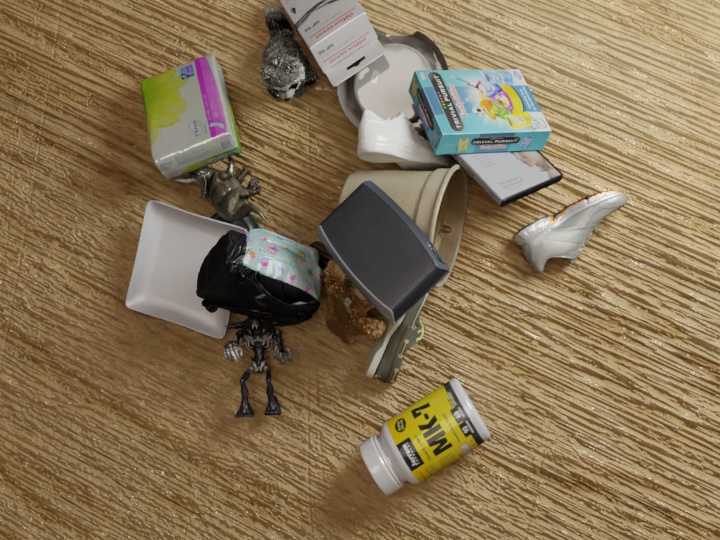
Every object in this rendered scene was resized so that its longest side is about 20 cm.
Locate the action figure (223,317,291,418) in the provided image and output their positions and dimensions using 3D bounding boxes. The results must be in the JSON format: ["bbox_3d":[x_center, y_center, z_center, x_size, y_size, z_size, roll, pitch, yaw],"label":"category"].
[{"bbox_3d":[-0.174,0.148,1.470,0.117,0.102,0.204,-3,84,-6],"label":"action figure"}]

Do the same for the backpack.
[{"bbox_3d":[-0.155,0.011,1.422,0.197,0.166,0.129,18,62,-26],"label":"backpack"}]

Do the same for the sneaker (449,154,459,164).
[{"bbox_3d":[0.215,-0.208,1.476,0.090,0.067,0.200,-25,58,-33],"label":"sneaker"}]

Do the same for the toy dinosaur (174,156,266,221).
[{"bbox_3d":[-0.228,-0.133,1.516,0.102,0.077,0.200,-47,70,6],"label":"toy dinosaur"}]

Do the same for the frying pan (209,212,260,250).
[{"bbox_3d":[-0.203,-0.036,1.531,0.189,0.031,0.116,33,91,12],"label":"frying pan"}]

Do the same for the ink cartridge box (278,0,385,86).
[{"bbox_3d":[-0.050,-0.427,1.487,0.115,0.068,0.201,-32,55,4],"label":"ink cartridge box"}]

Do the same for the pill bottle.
[{"bbox_3d":[0.105,0.278,1.415,0.198,0.114,0.115,-33,81,3],"label":"pill bottle"}]

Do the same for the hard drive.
[{"bbox_3d":[0.029,-0.033,1.313,0.135,0.042,0.201,-42,70,4],"label":"hard drive"}]

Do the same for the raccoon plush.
[{"bbox_3d":[-0.154,-0.387,1.502,0.096,0.134,0.202,-29,82,5],"label":"raccoon plush"}]

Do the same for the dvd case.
[{"bbox_3d":[0.220,-0.196,1.410,0.141,0.018,0.201,-23,59,-29],"label":"dvd case"}]

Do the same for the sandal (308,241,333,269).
[{"bbox_3d":[0.000,0.000,1.486,0.198,0.082,0.055,31,66,16],"label":"sandal"}]

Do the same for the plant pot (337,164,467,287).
[{"bbox_3d":[0.065,-0.090,1.431,0.181,0.200,0.204,12,86,19],"label":"plant pot"}]

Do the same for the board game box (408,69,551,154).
[{"bbox_3d":[0.196,-0.264,1.414,0.197,0.047,0.153,-5,54,-19],"label":"board game box"}]

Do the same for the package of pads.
[{"bbox_3d":[-0.305,-0.272,1.515,0.152,0.068,0.203,-20,61,4],"label":"package of pads"}]

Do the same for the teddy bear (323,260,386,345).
[{"bbox_3d":[-0.010,0.043,1.422,0.144,0.202,0.067,32,57,30],"label":"teddy bear"}]

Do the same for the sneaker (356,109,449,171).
[{"bbox_3d":[0.077,-0.219,1.432,0.075,0.198,0.090,-11,76,45],"label":"sneaker"}]

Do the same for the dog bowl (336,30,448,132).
[{"bbox_3d":[0.059,-0.322,1.508,0.196,0.059,0.204,-1,84,7],"label":"dog bowl"}]

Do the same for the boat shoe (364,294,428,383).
[{"bbox_3d":[0.070,0.104,1.432,0.059,0.072,0.204,23,118,-7],"label":"boat shoe"}]

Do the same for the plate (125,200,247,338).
[{"bbox_3d":[-0.305,-0.003,1.519,0.196,0.032,0.203,17,100,11],"label":"plate"}]

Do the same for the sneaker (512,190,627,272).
[{"bbox_3d":[0.363,-0.065,1.444,0.198,0.076,0.093,-26,89,12],"label":"sneaker"}]
